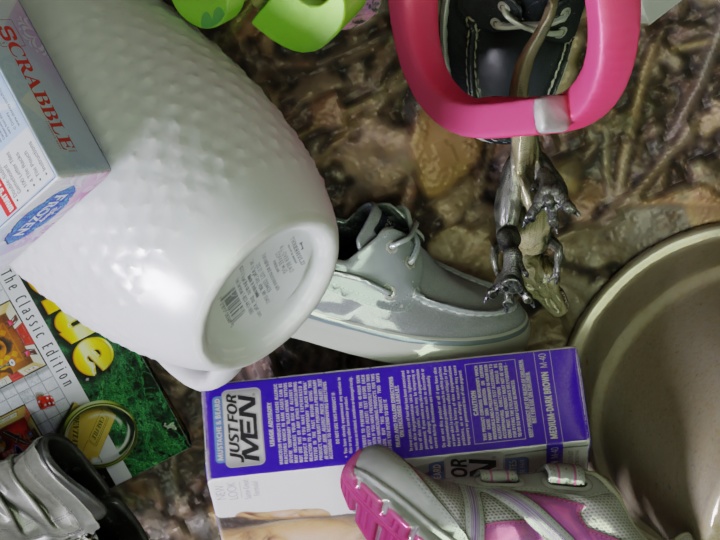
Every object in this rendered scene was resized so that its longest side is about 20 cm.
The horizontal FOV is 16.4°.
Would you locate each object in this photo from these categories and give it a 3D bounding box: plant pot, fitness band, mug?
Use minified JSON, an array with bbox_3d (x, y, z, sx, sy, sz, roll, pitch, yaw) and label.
[{"bbox_3d":[0.223,0.096,1.333,0.199,0.184,0.201,-3,110,-8],"label":"plant pot"},{"bbox_3d":[0.069,-0.137,1.208,0.037,0.200,0.144,-9,96,-26],"label":"fitness band"},{"bbox_3d":[-0.099,-0.022,1.219,0.147,0.175,0.200,-35,148,-25],"label":"mug"}]

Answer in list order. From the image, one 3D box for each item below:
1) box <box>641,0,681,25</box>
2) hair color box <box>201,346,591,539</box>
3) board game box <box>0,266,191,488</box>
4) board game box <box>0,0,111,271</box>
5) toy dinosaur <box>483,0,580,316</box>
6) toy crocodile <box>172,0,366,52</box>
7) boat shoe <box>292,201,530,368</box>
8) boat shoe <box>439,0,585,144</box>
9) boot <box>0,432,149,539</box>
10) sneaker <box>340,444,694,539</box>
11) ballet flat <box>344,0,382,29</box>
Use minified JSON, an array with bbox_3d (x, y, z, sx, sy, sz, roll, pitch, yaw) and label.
[{"bbox_3d":[0.144,-0.244,1.231,0.156,0.041,0.201,-37,118,-35],"label":"box"},{"bbox_3d":[0.020,0.102,1.328,0.199,0.065,0.109,-5,147,1],"label":"hair color box"},{"bbox_3d":[-0.180,0.034,1.329,0.104,0.023,0.200,-28,112,-1],"label":"board game box"},{"bbox_3d":[-0.233,-0.073,1.174,0.199,0.041,0.200,-38,74,31],"label":"board game box"},{"bbox_3d":[0.088,-0.036,1.289,0.047,0.088,0.201,1,132,3],"label":"toy dinosaur"},{"bbox_3d":[-0.079,-0.183,1.210,0.200,0.067,0.062,50,134,9],"label":"toy crocodile"},{"bbox_3d":[-0.001,-0.001,1.319,0.200,0.070,0.072,11,115,-10],"label":"boat shoe"},{"bbox_3d":[0.086,-0.156,1.284,0.075,0.060,0.201,1,109,-10],"label":"boat shoe"},{"bbox_3d":[-0.205,0.110,1.306,0.130,0.068,0.200,-26,122,26],"label":"boot"},{"bbox_3d":[0.084,0.134,1.257,0.199,0.081,0.088,29,71,-6],"label":"sneaker"},{"bbox_3d":[-0.029,-0.207,1.239,0.069,0.071,0.201,-23,113,-13],"label":"ballet flat"}]
